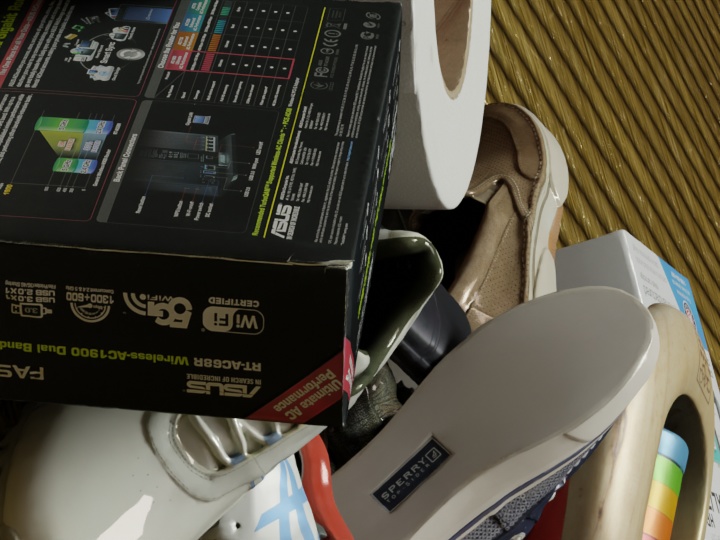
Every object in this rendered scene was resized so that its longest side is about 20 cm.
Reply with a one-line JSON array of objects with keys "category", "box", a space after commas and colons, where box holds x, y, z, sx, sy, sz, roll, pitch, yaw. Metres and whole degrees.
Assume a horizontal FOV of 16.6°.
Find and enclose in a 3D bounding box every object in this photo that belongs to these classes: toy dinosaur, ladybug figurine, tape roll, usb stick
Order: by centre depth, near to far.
[{"category": "usb stick", "box": [0.000, 0.000, 1.019, 0.200, 0.032, 0.056, 45, 27, -56]}, {"category": "tape roll", "box": [0.023, -0.125, 1.024, 0.203, 0.037, 0.204, 2, 90, -78]}, {"category": "toy dinosaur", "box": [-0.010, 0.051, 1.118, 0.200, 0.077, 0.102, 57, 9, -26]}, {"category": "ladybug figurine", "box": [0.112, 0.105, 1.130, 0.136, 0.072, 0.201, 57, 42, -51]}]

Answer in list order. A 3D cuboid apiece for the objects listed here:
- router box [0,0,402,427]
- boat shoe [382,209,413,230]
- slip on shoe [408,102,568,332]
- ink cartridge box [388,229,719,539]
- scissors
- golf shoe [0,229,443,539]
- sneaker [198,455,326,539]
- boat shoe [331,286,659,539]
[{"category": "router box", "box": [-0.068, -0.029, 0.837, 0.200, 0.149, 0.062, -78, 173, -59]}, {"category": "boat shoe", "box": [0.036, -0.021, 1.319, 0.200, 0.063, 0.071, 44, 32, -57]}, {"category": "slip on shoe", "box": [0.054, -0.022, 1.195, 0.060, 0.076, 0.201, 35, 37, -25]}, {"category": "ink cartridge box", "box": [0.113, 0.106, 1.284, 0.147, 0.145, 0.201, 26, 48, -67]}, {"category": "scissors", "box": [-0.007, 0.106, 0.921, 0.200, 0.014, 0.074, 28, -74, 61]}, {"category": "golf shoe", "box": [-0.047, 0.041, 0.847, 0.078, 0.097, 0.200, 53, 49, -11]}, {"category": "sneaker", "box": [-0.059, 0.068, 0.936, 0.072, 0.072, 0.201, 21, 51, -40]}, {"category": "boat shoe", "box": [0.051, 0.094, 1.058, 0.075, 0.200, 0.093, 49, -7, 37]}]
